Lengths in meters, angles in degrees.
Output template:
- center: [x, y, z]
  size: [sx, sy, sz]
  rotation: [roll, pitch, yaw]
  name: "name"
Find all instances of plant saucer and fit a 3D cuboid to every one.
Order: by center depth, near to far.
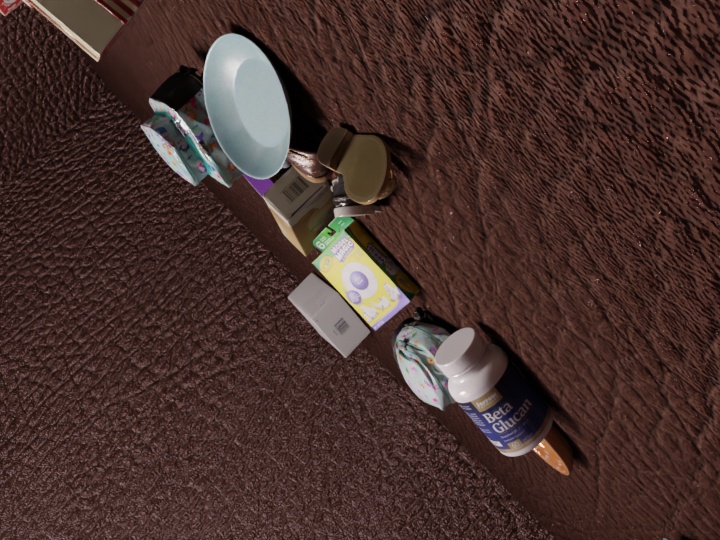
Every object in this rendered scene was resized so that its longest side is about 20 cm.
- center: [-0.150, -0.232, 1.214]
  size: [0.199, 0.038, 0.205]
  rotation: [26, 128, 39]
  name: "plant saucer"
- center: [0.314, 0.285, 1.565]
  size: [0.200, 0.037, 0.200]
  rotation: [47, 173, 8]
  name: "plant saucer"

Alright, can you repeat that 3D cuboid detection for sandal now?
- center: [0.014, -0.123, 1.062]
  size: [0.069, 0.078, 0.212]
  rotation: [27, -171, -29]
  name: "sandal"

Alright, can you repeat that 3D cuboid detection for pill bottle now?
- center: [0.208, 0.190, 1.371]
  size: [0.200, 0.111, 0.111]
  rotation: [48, 172, -17]
  name: "pill bottle"

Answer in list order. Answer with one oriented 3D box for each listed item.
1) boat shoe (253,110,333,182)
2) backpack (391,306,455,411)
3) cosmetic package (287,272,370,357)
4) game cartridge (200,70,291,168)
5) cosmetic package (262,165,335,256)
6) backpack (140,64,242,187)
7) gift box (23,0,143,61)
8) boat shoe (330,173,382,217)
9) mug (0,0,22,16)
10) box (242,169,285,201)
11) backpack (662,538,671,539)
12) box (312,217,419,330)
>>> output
- center: [-0.116, -0.210, 1.274]
  size: [0.199, 0.071, 0.071]
  rotation: [35, 165, 24]
  name: "boat shoe"
- center: [0.144, 0.175, 1.599]
  size: [0.168, 0.126, 0.199]
  rotation: [52, 168, -18]
  name: "backpack"
- center: [-0.101, 0.140, 2.759]
  size: [0.200, 0.123, 0.199]
  rotation: [51, 170, -33]
  name: "cosmetic package"
- center: [-0.205, -0.276, 1.534]
  size: [0.200, 0.042, 0.133]
  rotation: [43, 176, 26]
  name: "game cartridge"
- center: [-0.101, -0.110, 1.556]
  size: [0.071, 0.105, 0.200]
  rotation: [44, 174, 15]
  name: "cosmetic package"
- center: [-0.281, -0.235, 1.518]
  size: [0.200, 0.151, 0.177]
  rotation: [45, 172, -27]
  name: "backpack"
- center: [-0.415, -0.448, 1.296]
  size: [0.186, 0.186, 0.199]
  rotation: [39, 171, -19]
  name: "gift box"
- center: [-0.009, -0.109, 1.221]
  size: [0.200, 0.072, 0.062]
  rotation: [-41, -52, -82]
  name: "boat shoe"
- center: [-0.694, -0.637, 1.730]
  size: [0.133, 0.200, 0.178]
  rotation: [38, 170, 45]
  name: "mug"
- center: [-0.160, -0.158, 1.710]
  size: [0.201, 0.039, 0.137]
  rotation: [49, -167, -20]
  name: "box"
- center: [0.500, 0.498, 1.286]
  size: [0.183, 0.134, 0.200]
  rotation: [46, 175, 4]
  name: "backpack"
- center: [0.000, 0.000, 1.561]
  size: [0.200, 0.048, 0.117]
  rotation: [47, 132, 0]
  name: "box"
